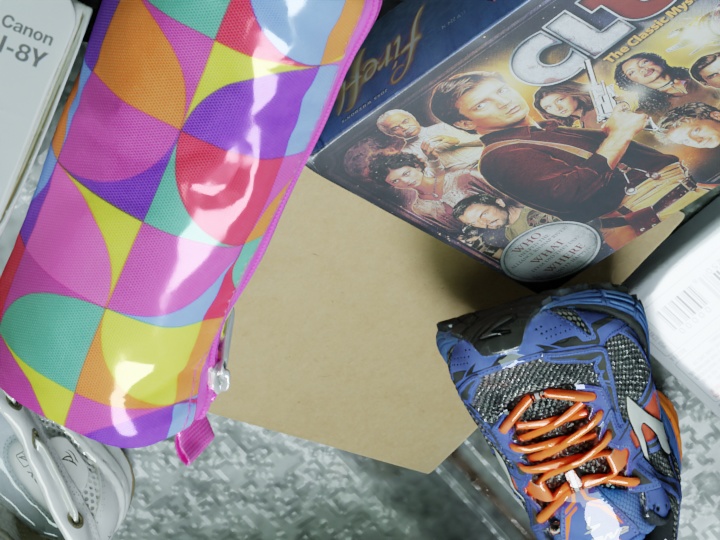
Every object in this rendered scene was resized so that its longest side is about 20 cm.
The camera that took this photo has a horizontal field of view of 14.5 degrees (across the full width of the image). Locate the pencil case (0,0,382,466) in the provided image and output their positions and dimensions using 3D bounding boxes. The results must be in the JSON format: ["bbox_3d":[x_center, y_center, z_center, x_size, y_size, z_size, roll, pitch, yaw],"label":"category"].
[{"bbox_3d":[-0.056,-0.035,0.907,0.088,0.089,0.201,17,123,-7],"label":"pencil case"}]

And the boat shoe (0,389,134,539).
[{"bbox_3d":[-0.168,0.049,1.099,0.071,0.069,0.200,-38,110,26],"label":"boat shoe"}]

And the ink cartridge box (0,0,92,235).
[{"bbox_3d":[-0.177,-0.067,0.954,0.145,0.200,0.084,22,83,-8],"label":"ink cartridge box"}]

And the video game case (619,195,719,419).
[{"bbox_3d":[0.227,0.008,1.086,0.200,0.023,0.182,-41,110,21],"label":"video game case"}]

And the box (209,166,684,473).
[{"bbox_3d":[0.000,0.000,1.040,0.199,0.021,0.164,18,127,-39],"label":"box"}]

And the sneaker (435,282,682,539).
[{"bbox_3d":[0.085,0.066,1.045,0.075,0.079,0.200,-18,149,15],"label":"sneaker"}]

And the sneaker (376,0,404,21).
[{"bbox_3d":[-0.035,-0.090,1.022,0.200,0.074,0.089,-39,98,19],"label":"sneaker"}]

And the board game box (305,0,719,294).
[{"bbox_3d":[0.092,-0.075,0.931,0.200,0.035,0.135,-34,140,28],"label":"board game box"}]

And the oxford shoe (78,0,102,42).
[{"bbox_3d":[-0.121,-0.134,0.972,0.199,0.073,0.085,24,83,8],"label":"oxford shoe"}]
